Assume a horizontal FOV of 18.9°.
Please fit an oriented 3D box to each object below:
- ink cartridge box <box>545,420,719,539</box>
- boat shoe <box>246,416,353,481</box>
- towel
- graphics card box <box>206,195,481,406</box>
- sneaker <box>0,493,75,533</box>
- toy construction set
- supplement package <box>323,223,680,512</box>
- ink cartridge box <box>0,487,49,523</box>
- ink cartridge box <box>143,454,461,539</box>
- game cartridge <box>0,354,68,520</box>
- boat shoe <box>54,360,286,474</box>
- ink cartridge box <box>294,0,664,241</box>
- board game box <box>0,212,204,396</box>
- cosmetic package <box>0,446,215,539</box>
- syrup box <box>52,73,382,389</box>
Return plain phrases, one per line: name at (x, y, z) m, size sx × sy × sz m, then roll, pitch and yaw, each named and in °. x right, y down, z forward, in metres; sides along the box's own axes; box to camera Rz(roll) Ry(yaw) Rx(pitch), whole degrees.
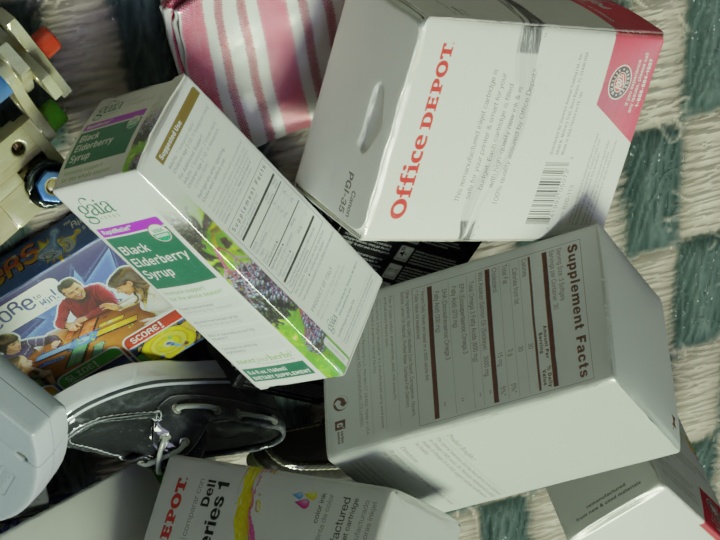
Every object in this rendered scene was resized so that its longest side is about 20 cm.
ink cartridge box at (0.185, 0.129, 1.582) m, size 0.086 × 0.200 × 0.148 m, roll -35°, pitch 137°, yaw 14°
boat shoe at (0.007, 0.123, 1.601) m, size 0.200 × 0.073 × 0.065 m, roll -3°, pitch 126°, yaw -38°
towel at (-0.016, -0.148, 1.337) m, size 0.200 × 0.030 × 0.146 m, roll -19°, pitch 139°, yaw -5°
graphics card box at (0.000, 0.000, 1.453) m, size 0.125 × 0.051 × 0.200 m, roll 14°, pitch 117°, yaw -42°
sneaker at (-0.285, 0.216, 1.558) m, size 0.200 × 0.075 × 0.088 m, roll -31°, pitch 141°, yaw 7°
toy construction set at (-0.247, -0.066, 1.285) m, size 0.200 × 0.092 × 0.131 m, roll -37°, pitch 112°, yaw 5°
supplement package at (0.089, 0.069, 1.393) m, size 0.200 × 0.117 × 0.117 m, roll -17°, pitch 145°, yaw 22°
ink cartridge box at (-0.316, 0.168, 1.489) m, size 0.200 × 0.044 × 0.094 m, roll -13°, pitch 172°, yaw -11°
ink cartridge box at (-0.052, 0.208, 1.399) m, size 0.200 × 0.145 × 0.084 m, roll 4°, pitch 161°, yaw 41°
game cartridge at (-0.250, 0.094, 1.364) m, size 0.133 × 0.042 × 0.200 m, roll 35°, pitch 152°, yaw -3°
boat shoe at (-0.133, 0.107, 1.479) m, size 0.200 × 0.068 × 0.072 m, roll -1°, pitch 146°, yaw -48°
ink cartridge box at (0.074, -0.099, 1.334) m, size 0.200 × 0.083 × 0.147 m, roll 0°, pitch 116°, yaw -38°
board game box at (-0.186, 0.028, 1.439) m, size 0.200 × 0.034 × 0.135 m, roll -30°, pitch 138°, yaw 7°
cosmetic package at (-0.178, 0.203, 1.497) m, size 0.200 × 0.108 × 0.085 m, roll -29°, pitch 177°, yaw -44°
syrup box at (-0.084, -0.020, 1.309) m, size 0.079 × 0.081 × 0.200 m, roll -12°, pitch 134°, yaw 42°
